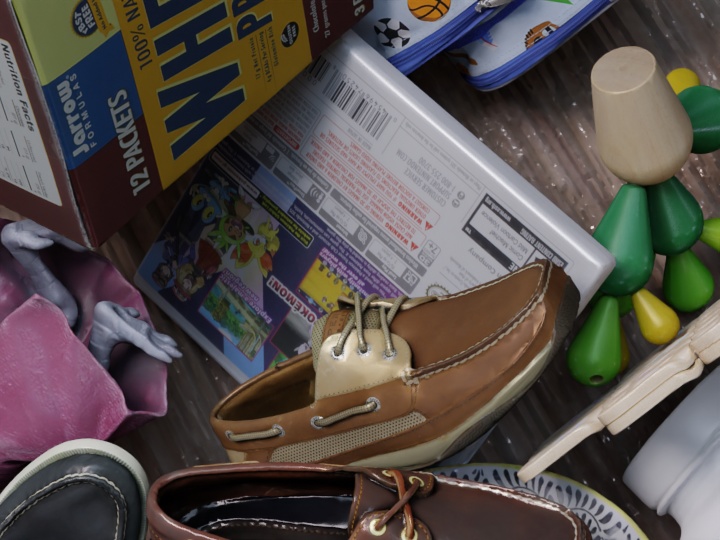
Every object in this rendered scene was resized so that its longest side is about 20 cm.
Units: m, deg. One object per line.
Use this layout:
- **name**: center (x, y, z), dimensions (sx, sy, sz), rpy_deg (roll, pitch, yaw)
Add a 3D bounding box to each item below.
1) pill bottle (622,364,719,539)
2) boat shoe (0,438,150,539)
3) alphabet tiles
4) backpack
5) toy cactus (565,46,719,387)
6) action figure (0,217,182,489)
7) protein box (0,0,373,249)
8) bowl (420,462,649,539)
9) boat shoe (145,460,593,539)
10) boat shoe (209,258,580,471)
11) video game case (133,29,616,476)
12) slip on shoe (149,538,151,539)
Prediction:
- **pill bottle**: center (0.222, 0.135, 0.882), dimensions (0.112, 0.112, 0.200), rpy_deg (-42, 74, -12)
- **boat shoe**: center (-0.161, 0.163, 0.861), dimensions (0.074, 0.066, 0.199), rpy_deg (36, 114, -13)
- **alphabet tiles**: center (0.156, 0.032, 0.871), dimensions (0.195, 0.200, 0.015), rpy_deg (-40, 84, 10)
- **backpack**: center (0.053, -0.183, 0.975), dimensions (0.190, 0.200, 0.154), rpy_deg (-30, 108, 16)
- **toy cactus**: center (0.142, -0.045, 0.933), dimensions (0.102, 0.165, 0.200), rpy_deg (27, 65, 39)
- **action figure**: center (-0.179, 0.078, 0.899), dimensions (0.200, 0.149, 0.134), rpy_deg (-47, 39, 23)
- **protein box**: center (-0.138, -0.148, 0.858), dimensions (0.200, 0.135, 0.199), rpy_deg (25, 54, 32)
- **bowl**: center (0.049, 0.193, 0.865), dimensions (0.200, 0.094, 0.201), rpy_deg (-10, 42, 9)
- **boat shoe**: center (0.002, 0.119, 0.835), dimensions (0.199, 0.070, 0.071), rpy_deg (-3, 43, 11)
- **boat shoe**: center (0.008, 0.050, 0.871), dimensions (0.074, 0.200, 0.076), rpy_deg (46, 32, -17)
- **video game case**: center (0.000, 0.000, 0.935), dimensions (0.200, 0.023, 0.182), rpy_deg (42, 117, 15)
- **slip on shoe**: center (-0.118, 0.203, 0.902), dimensions (0.076, 0.061, 0.200), rpy_deg (33, 75, 14)
